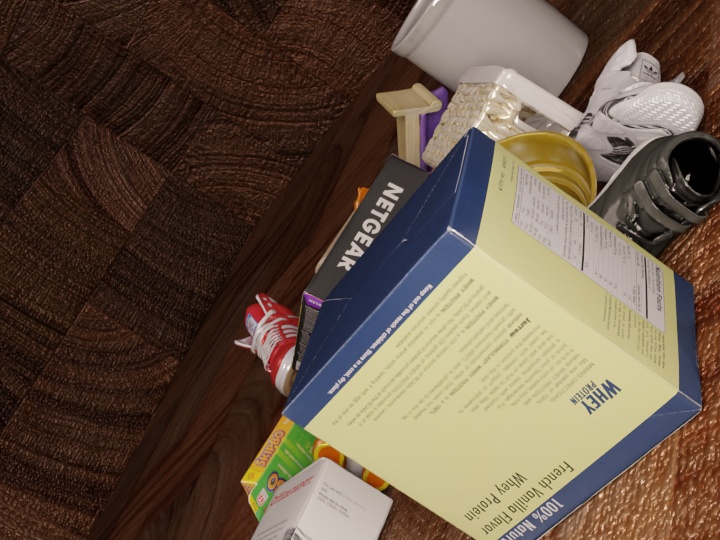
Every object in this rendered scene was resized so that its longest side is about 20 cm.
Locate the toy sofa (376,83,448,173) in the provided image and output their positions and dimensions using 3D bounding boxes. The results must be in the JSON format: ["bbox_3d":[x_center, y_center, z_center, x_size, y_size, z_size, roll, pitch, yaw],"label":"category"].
[{"bbox_3d":[0.081,-0.133,1.515,0.083,0.097,0.201,-121,25,-62],"label":"toy sofa"}]

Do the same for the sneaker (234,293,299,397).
[{"bbox_3d":[-0.099,0.084,1.344,0.072,0.112,0.200,-62,-6,7],"label":"sneaker"}]

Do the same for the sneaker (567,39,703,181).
[{"bbox_3d":[0.251,-0.155,1.044,0.115,0.075,0.200,-62,8,-15],"label":"sneaker"}]

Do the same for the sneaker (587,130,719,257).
[{"bbox_3d":[0.206,-0.030,0.885,0.200,0.071,0.099,-54,5,-12],"label":"sneaker"}]

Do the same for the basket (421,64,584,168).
[{"bbox_3d":[0.158,-0.135,1.263,0.124,0.135,0.200,-59,10,6],"label":"basket"}]

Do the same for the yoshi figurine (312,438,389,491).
[{"bbox_3d":[0.003,0.142,1.235,0.112,0.113,0.200,-37,13,16],"label":"yoshi figurine"}]

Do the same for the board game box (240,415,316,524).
[{"bbox_3d":[-0.065,0.200,1.268,0.030,0.096,0.200,0,40,29],"label":"board game box"}]

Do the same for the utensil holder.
[{"bbox_3d":[0.166,-0.295,1.508,0.170,0.199,0.170,-52,11,15],"label":"utensil holder"}]

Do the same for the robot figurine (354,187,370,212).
[{"bbox_3d":[0.026,-0.003,1.426,0.200,0.058,0.146,64,-143,-55],"label":"robot figurine"}]

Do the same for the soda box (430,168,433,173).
[{"bbox_3d":[0.125,-0.101,1.435,0.063,0.068,0.201,-9,44,45],"label":"soda box"}]

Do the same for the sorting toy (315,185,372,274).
[{"bbox_3d":[0.001,0.020,1.491,0.185,0.036,0.201,-58,-31,-49],"label":"sorting toy"}]

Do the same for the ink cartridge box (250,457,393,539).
[{"bbox_3d":[-0.064,0.294,1.106,0.146,0.084,0.201,-42,18,57],"label":"ink cartridge box"}]

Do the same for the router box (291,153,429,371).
[{"bbox_3d":[0.000,0.000,1.211,0.200,0.051,0.150,-59,-10,-34],"label":"router box"}]

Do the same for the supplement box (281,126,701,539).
[{"bbox_3d":[0.091,0.054,0.805,0.200,0.199,0.135,-49,13,34],"label":"supplement box"}]

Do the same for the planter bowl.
[{"bbox_3d":[0.140,-0.019,1.042,0.200,0.083,0.201,-27,42,27],"label":"planter bowl"}]
